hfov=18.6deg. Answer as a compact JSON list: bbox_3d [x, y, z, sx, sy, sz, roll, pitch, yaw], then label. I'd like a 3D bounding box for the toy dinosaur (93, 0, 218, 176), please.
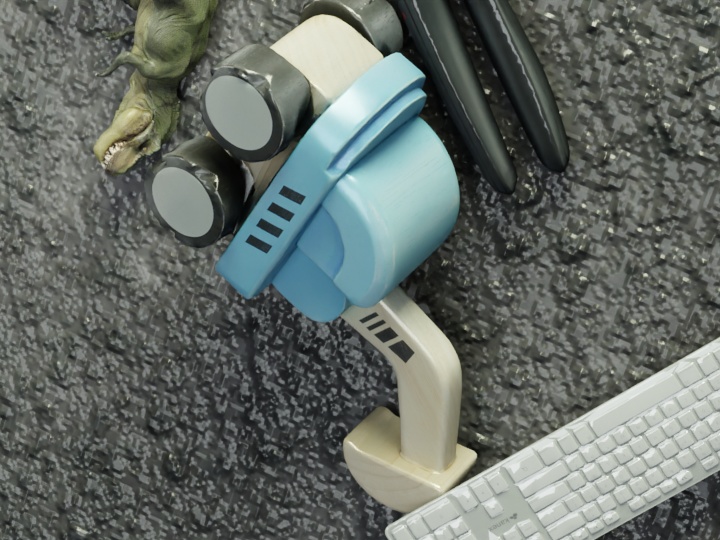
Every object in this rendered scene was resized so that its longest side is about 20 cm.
[{"bbox_3d":[-0.100,-0.145,1.056,0.088,0.047,0.200,27,117,-3],"label":"toy dinosaur"}]

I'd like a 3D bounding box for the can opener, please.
[{"bbox_3d":[0.040,-0.128,1.004,0.063,0.079,0.200,-15,107,15],"label":"can opener"}]

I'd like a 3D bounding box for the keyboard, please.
[{"bbox_3d":[0.109,0.096,1.035,0.200,0.011,0.056,-31,108,13],"label":"keyboard"}]

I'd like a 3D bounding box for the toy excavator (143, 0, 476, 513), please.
[{"bbox_3d":[0.000,0.000,1.023,0.200,0.100,0.195,44,135,7],"label":"toy excavator"}]
